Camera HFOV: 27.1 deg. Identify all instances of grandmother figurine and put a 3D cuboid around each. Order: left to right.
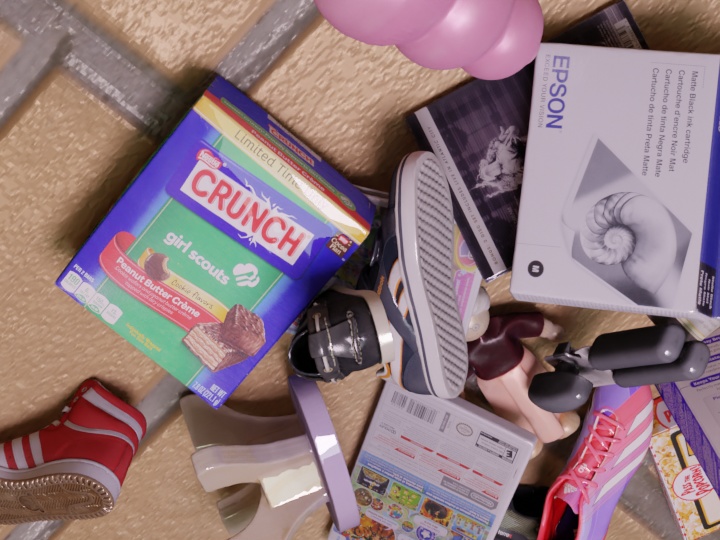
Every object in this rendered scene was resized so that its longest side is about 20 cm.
[{"bbox_3d":[0.126,0.080,1.323,0.121,0.061,0.200,-38,124,2],"label":"grandmother figurine"}]

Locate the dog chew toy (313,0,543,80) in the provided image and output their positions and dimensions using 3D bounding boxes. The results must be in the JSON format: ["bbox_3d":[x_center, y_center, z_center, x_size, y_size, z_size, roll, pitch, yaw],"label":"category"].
[{"bbox_3d":[0.056,-0.206,1.100,0.199,0.125,0.125,26,113,-33],"label":"dog chew toy"}]

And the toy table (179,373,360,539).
[{"bbox_3d":[-0.075,0.171,1.276,0.116,0.185,0.201,-20,143,-6],"label":"toy table"}]

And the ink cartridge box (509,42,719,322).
[{"bbox_3d":[0.221,-0.067,1.136,0.197,0.041,0.203,5,83,12],"label":"ink cartridge box"}]

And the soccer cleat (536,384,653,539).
[{"bbox_3d":[0.211,0.181,1.359,0.076,0.066,0.203,11,101,-54],"label":"soccer cleat"}]

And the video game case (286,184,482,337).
[{"bbox_3d":[0.000,0.000,1.238,0.197,0.018,0.145,13,119,0],"label":"video game case"}]

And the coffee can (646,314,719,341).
[{"bbox_3d":[0.300,-0.051,1.223,0.199,0.147,0.146,-40,121,14],"label":"coffee can"}]

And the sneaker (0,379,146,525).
[{"bbox_3d":[-0.273,0.155,1.290,0.197,0.113,0.072,-2,130,26],"label":"sneaker"}]

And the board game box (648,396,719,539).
[{"bbox_3d":[0.375,0.159,1.427,0.198,0.046,0.153,-24,123,4],"label":"board game box"}]

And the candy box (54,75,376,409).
[{"bbox_3d":[-0.112,-0.021,1.178,0.168,0.077,0.200,38,107,-11],"label":"candy box"}]

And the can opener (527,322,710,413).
[{"bbox_3d":[0.211,0.084,1.231,0.052,0.200,0.067,31,68,-16],"label":"can opener"}]

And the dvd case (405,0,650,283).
[{"bbox_3d":[0.154,-0.102,1.183,0.198,0.016,0.150,-28,78,6],"label":"dvd case"}]

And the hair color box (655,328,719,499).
[{"bbox_3d":[0.334,0.117,1.301,0.108,0.201,0.065,-16,125,-1],"label":"hair color box"}]

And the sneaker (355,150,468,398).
[{"bbox_3d":[0.032,0.005,1.180,0.078,0.078,0.203,3,111,28],"label":"sneaker"}]

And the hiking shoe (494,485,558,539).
[{"bbox_3d":[0.166,0.261,1.430,0.100,0.076,0.200,-34,121,14],"label":"hiking shoe"}]

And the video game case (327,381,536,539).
[{"bbox_3d":[0.061,0.202,1.358,0.142,0.018,0.202,25,117,9],"label":"video game case"}]

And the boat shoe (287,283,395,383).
[{"bbox_3d":[-0.029,0.053,1.160,0.067,0.200,0.073,-20,90,-13],"label":"boat shoe"}]
